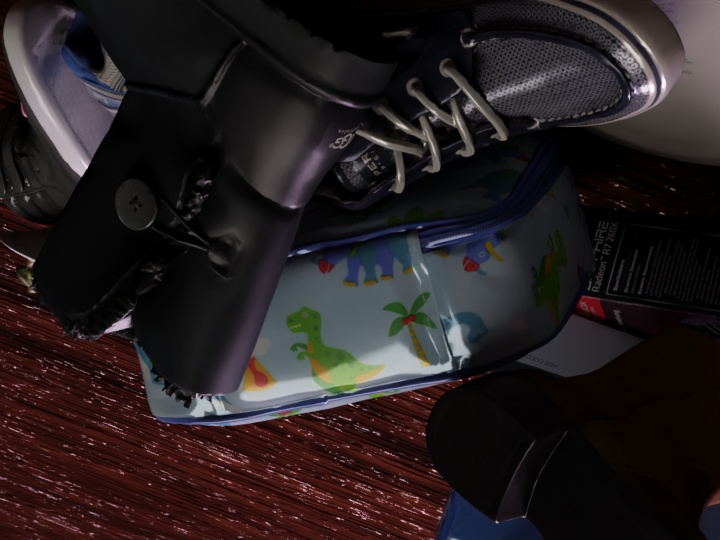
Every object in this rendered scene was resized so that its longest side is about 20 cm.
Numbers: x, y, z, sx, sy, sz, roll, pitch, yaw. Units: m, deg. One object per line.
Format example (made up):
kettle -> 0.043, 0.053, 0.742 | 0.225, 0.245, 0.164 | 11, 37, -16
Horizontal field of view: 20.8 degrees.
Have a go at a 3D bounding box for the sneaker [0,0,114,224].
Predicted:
sneaker -> -0.159, -0.071, 0.998 | 0.098, 0.071, 0.200 | 4, 156, 21

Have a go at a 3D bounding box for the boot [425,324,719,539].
boot -> 0.145, 0.103, 0.831 | 0.188, 0.069, 0.199 | 37, -154, 31

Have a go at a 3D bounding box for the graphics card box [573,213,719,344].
graphics card box -> 0.208, 0.033, 0.968 | 0.198, 0.051, 0.126 | 8, 154, 23

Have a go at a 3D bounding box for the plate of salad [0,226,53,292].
plate of salad -> -0.104, 0.015, 1.087 | 0.198, 0.049, 0.200 | 15, -174, -2

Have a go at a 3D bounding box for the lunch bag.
lunch bag -> 0.000, 0.000, 0.889 | 0.198, 0.161, 0.083 | -12, 103, 22

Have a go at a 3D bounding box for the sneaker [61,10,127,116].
sneaker -> -0.076, -0.109, 0.858 | 0.085, 0.078, 0.200 | 36, 150, -18

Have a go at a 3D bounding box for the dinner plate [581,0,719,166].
dinner plate -> 0.129, -0.091, 0.801 | 0.198, 0.024, 0.201 | 16, 155, 8

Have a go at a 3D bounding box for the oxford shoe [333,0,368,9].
oxford shoe -> -0.060, -0.170, 0.714 | 0.199, 0.073, 0.071 | 29, 154, -21

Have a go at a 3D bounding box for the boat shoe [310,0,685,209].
boat shoe -> 0.037, -0.064, 0.789 | 0.075, 0.093, 0.199 | 50, 156, -25

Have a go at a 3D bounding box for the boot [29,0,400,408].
boot -> -0.096, -0.063, 0.785 | 0.200, 0.169, 0.076 | 37, -159, 17

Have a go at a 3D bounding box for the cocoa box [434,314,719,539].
cocoa box -> 0.144, 0.124, 0.985 | 0.198, 0.132, 0.134 | 19, 158, 3
